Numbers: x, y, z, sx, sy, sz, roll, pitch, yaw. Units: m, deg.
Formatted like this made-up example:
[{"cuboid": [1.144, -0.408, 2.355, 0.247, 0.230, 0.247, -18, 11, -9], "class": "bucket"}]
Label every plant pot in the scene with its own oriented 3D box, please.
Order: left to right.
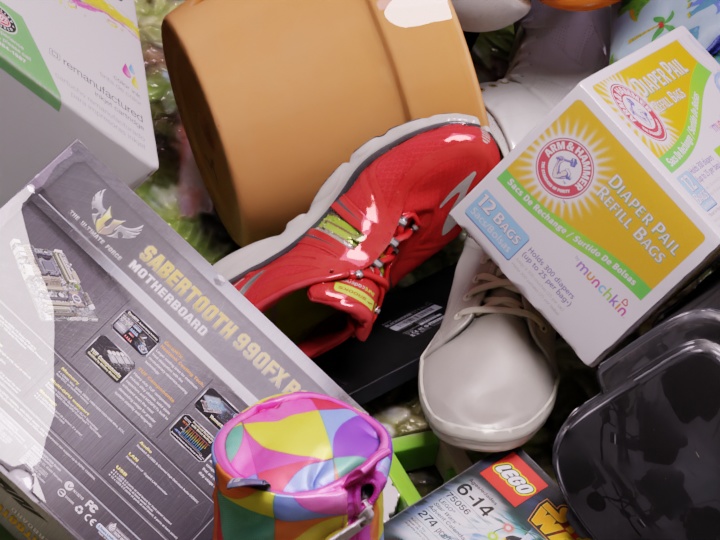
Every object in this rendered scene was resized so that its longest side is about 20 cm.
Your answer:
[{"cuboid": [-0.024, -0.099, 1.602, 0.140, 0.200, 0.200, -19, 48, -10], "class": "plant pot"}]

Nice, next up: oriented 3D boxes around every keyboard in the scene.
[{"cuboid": [0.041, 0.045, 1.573, 0.200, 0.040, 0.104, -27, 31, -34], "class": "keyboard"}]

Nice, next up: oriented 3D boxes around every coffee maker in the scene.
[{"cuboid": [0.203, 0.046, 1.438, 0.135, 0.192, 0.200, 33, 24, 11], "class": "coffee maker"}]

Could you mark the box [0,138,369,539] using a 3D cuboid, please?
[{"cuboid": [-0.119, 0.058, 1.354, 0.200, 0.048, 0.158, 43, 56, 0], "class": "box"}]

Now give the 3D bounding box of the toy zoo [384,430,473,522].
[{"cuboid": [-0.017, 0.147, 1.441, 0.199, 0.020, 0.131, -11, 46, -25], "class": "toy zoo"}]

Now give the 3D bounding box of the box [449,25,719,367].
[{"cuboid": [0.146, -0.043, 1.502, 0.113, 0.101, 0.200, 47, 25, 5], "class": "box"}]

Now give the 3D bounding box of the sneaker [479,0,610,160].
[{"cuboid": [0.098, -0.115, 1.726, 0.115, 0.074, 0.200, -1, 44, -20], "class": "sneaker"}]

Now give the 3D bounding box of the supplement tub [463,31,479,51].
[{"cuboid": [-0.014, -0.205, 1.775, 0.199, 0.107, 0.107, 18, 41, 7], "class": "supplement tub"}]

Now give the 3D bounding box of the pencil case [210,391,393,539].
[{"cuboid": [-0.026, 0.153, 1.295, 0.088, 0.200, 0.088, 0, 32, 0], "class": "pencil case"}]

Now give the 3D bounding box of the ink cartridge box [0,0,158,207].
[{"cuboid": [-0.192, -0.126, 1.503, 0.145, 0.087, 0.200, 37, 24, -33], "class": "ink cartridge box"}]

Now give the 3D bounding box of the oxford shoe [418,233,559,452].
[{"cuboid": [0.073, 0.025, 1.502, 0.075, 0.058, 0.200, 9, 34, 9], "class": "oxford shoe"}]

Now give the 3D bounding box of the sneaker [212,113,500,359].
[{"cuboid": [0.000, 0.000, 1.509, 0.200, 0.077, 0.085, -39, 32, 5], "class": "sneaker"}]

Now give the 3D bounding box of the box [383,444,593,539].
[{"cuboid": [0.091, 0.188, 1.386, 0.137, 0.040, 0.200, -30, 64, -37], "class": "box"}]

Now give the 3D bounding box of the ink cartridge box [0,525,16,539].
[{"cuboid": [-0.149, 0.089, 1.383, 0.200, 0.048, 0.146, -16, 73, -31], "class": "ink cartridge box"}]

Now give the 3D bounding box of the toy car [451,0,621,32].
[{"cuboid": [0.107, -0.223, 1.652, 0.150, 0.175, 0.200, 31, 17, -37], "class": "toy car"}]

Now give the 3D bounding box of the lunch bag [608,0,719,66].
[{"cuboid": [0.243, -0.103, 1.688, 0.200, 0.127, 0.170, 48, 31, -28], "class": "lunch bag"}]
